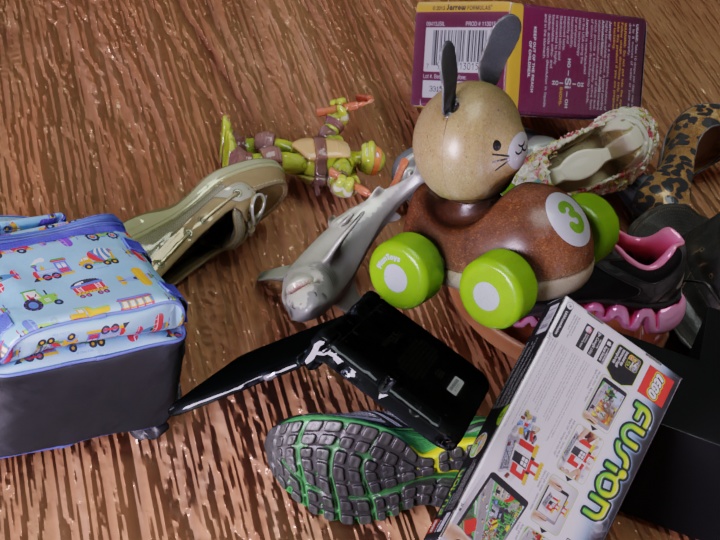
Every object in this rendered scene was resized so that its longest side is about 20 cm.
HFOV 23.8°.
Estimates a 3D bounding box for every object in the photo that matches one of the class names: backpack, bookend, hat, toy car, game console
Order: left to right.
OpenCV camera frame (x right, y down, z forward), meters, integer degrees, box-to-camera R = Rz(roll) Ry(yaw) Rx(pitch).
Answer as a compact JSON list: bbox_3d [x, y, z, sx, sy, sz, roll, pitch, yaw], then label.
[{"bbox_3d":[-0.236,0.028,1.221,0.181,0.136,0.200,-8,40,-33],"label":"backpack"},{"bbox_3d":[-0.015,0.090,1.223,0.175,0.117,0.200,36,13,4],"label":"game console"},{"bbox_3d":[0.099,-0.084,1.285,0.156,0.202,0.164,11,26,33],"label":"toy car"},{"bbox_3d":[0.253,0.106,1.355,0.198,0.093,0.199,19,34,5],"label":"bookend"},{"bbox_3d":[0.331,-0.002,1.506,0.199,0.081,0.202,20,41,-18],"label":"hat"}]

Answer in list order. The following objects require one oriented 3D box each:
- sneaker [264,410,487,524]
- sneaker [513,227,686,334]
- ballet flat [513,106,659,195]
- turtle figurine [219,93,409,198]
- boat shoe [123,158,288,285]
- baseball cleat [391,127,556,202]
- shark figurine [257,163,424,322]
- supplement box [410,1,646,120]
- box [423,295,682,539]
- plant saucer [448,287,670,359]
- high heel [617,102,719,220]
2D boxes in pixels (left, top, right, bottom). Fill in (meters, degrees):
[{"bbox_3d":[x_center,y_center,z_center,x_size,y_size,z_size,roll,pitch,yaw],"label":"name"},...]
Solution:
[{"bbox_3d":[0.026,0.137,1.249,0.197,0.079,0.085,8,18,-13],"label":"sneaker"},{"bbox_3d":[0.178,-0.006,1.411,0.197,0.096,0.079,2,40,-7],"label":"sneaker"},{"bbox_3d":[0.220,-0.102,1.576,0.199,0.064,0.076,-30,93,-32],"label":"ballet flat"},{"bbox_3d":[-0.046,-0.106,1.535,0.159,0.065,0.201,4,34,-9],"label":"turtle figurine"},{"bbox_3d":[-0.127,-0.029,1.395,0.063,0.074,0.200,42,45,21],"label":"boat shoe"},{"bbox_3d":[0.098,-0.102,1.602,0.198,0.071,0.106,-3,26,-33],"label":"baseball cleat"},{"bbox_3d":[0.005,-0.010,1.408,0.214,0.128,0.090,-44,106,-29],"label":"shark figurine"},{"bbox_3d":[0.162,-0.200,1.645,0.198,0.105,0.130,-2,7,-41],"label":"supplement box"},{"bbox_3d":[0.137,0.132,1.205,0.110,0.035,0.201,34,70,-10],"label":"box"},{"bbox_3d":[0.169,0.027,1.477,0.198,0.033,0.201,11,35,-8],"label":"plant saucer"},{"bbox_3d":[0.338,-0.094,1.667,0.198,0.072,0.143,-16,41,-18],"label":"high heel"}]
